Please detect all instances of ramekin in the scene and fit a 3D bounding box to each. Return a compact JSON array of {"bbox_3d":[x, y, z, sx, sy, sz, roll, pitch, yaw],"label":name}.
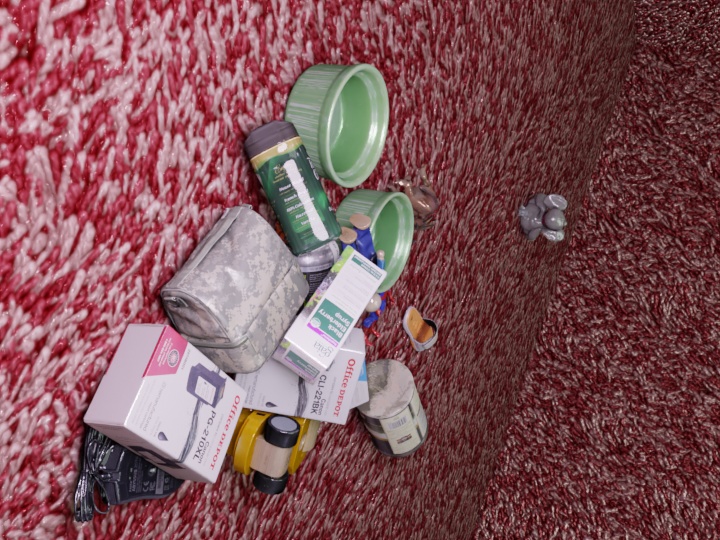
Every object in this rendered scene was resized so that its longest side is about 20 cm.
[{"bbox_3d":[-0.041,-0.248,1.263,0.200,0.097,0.202,-39,137,-49],"label":"ramekin"},{"bbox_3d":[0.019,-0.065,1.492,0.200,0.097,0.202,-38,136,-50],"label":"ramekin"}]

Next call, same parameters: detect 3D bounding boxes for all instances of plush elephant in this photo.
[{"bbox_3d":[0.626,-0.174,2.530,0.199,0.153,0.167,6,99,-63],"label":"plush elephant"}]

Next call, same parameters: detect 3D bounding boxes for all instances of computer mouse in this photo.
[{"bbox_3d":[-0.325,0.274,1.066,0.199,0.052,0.141,20,74,-57],"label":"computer mouse"}]

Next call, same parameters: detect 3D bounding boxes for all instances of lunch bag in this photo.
[{"bbox_3d":[-0.186,0.023,1.103,0.201,0.138,0.169,-56,136,-36],"label":"lunch bag"}]

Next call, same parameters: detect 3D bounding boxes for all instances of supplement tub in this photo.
[{"bbox_3d":[-0.097,0.016,1.285,0.122,0.121,0.203,-33,133,-52],"label":"supplement tub"}]

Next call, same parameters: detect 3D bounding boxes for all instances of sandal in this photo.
[{"bbox_3d":[0.162,0.158,1.924,0.080,0.059,0.207,-66,152,-15],"label":"sandal"}]

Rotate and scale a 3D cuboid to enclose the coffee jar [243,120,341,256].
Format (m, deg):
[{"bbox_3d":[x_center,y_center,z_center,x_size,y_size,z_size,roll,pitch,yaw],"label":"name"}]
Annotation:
[{"bbox_3d":[-0.103,-0.127,1.142,0.104,0.085,0.202,-103,168,-82],"label":"coffee jar"}]

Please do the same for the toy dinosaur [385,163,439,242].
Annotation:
[{"bbox_3d":[0.125,-0.139,1.603,0.085,0.200,0.137,-30,94,-21],"label":"toy dinosaur"}]

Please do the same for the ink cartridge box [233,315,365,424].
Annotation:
[{"bbox_3d":[-0.102,0.157,1.235,0.084,0.197,0.146,-101,-156,-65],"label":"ink cartridge box"}]

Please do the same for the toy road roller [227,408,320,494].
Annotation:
[{"bbox_3d":[-0.160,0.272,1.288,0.200,0.144,0.124,-35,143,-69],"label":"toy road roller"}]

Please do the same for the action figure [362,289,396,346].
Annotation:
[{"bbox_3d":[0.042,0.070,1.623,0.065,0.051,0.202,-34,143,-45],"label":"action figure"}]

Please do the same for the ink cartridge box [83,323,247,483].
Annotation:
[{"bbox_3d":[-0.260,0.187,1.043,0.200,0.083,0.146,52,46,-45],"label":"ink cartridge box"}]

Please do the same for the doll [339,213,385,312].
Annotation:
[{"bbox_3d":[0.000,0.000,1.358,0.136,0.048,0.201,-44,140,-28],"label":"doll"}]

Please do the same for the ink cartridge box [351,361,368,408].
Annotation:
[{"bbox_3d":[-0.088,0.224,1.418,0.198,0.067,0.117,-20,128,-19],"label":"ink cartridge box"}]

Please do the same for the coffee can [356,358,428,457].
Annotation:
[{"bbox_3d":[0.071,0.320,1.741,0.147,0.145,0.201,-58,149,-29],"label":"coffee can"}]

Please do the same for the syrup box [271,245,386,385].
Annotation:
[{"bbox_3d":[-0.046,0.068,1.157,0.201,0.078,0.082,-56,-178,-35],"label":"syrup box"}]
